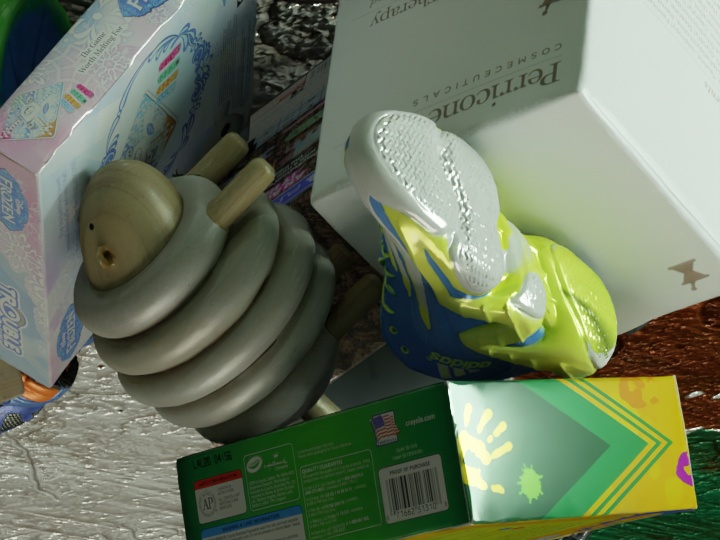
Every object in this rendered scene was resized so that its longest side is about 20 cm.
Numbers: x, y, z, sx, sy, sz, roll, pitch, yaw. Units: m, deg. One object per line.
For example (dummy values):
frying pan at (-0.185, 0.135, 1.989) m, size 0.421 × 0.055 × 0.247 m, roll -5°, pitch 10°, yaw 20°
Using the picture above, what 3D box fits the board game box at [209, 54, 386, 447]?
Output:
board game box at (-0.035, -0.019, 1.648) m, size 0.159 × 0.200 × 0.097 m, roll -35°, pitch 108°, yaw 22°

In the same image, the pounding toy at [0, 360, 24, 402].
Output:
pounding toy at (-0.333, 0.020, 1.764) m, size 0.184 × 0.143 × 0.200 m, roll -19°, pitch -163°, yaw -23°

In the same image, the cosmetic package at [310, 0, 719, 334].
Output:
cosmetic package at (0.095, -0.087, 1.521) m, size 0.167 × 0.201 × 0.166 m, roll -21°, pitch 132°, yaw 30°

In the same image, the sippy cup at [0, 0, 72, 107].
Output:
sippy cup at (-0.230, -0.083, 1.599) m, size 0.130 × 0.179 × 0.140 m, roll -2°, pitch -166°, yaw 16°

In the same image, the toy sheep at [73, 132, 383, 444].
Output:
toy sheep at (-0.068, 0.019, 1.489) m, size 0.138 × 0.138 × 0.200 m, roll -25°, pitch 121°, yaw 37°

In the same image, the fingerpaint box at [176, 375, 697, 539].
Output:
fingerpaint box at (0.036, 0.104, 1.467) m, size 0.166 × 0.074 × 0.200 m, roll 1°, pitch 166°, yaw -44°

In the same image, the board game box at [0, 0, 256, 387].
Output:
board game box at (-0.125, -0.068, 1.544) m, size 0.043 × 0.199 × 0.200 m, roll 28°, pitch 149°, yaw 14°

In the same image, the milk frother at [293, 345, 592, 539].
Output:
milk frother at (0.052, 0.097, 1.839) m, size 0.199 × 0.181 × 0.188 m, roll -13°, pitch 160°, yaw -8°

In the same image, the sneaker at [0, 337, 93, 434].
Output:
sneaker at (-0.221, 0.050, 1.891) m, size 0.078 × 0.075 × 0.200 m, roll -42°, pitch -173°, yaw 15°

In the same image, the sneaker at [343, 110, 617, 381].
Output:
sneaker at (0.033, 0.003, 1.423) m, size 0.105 × 0.076 × 0.200 m, roll -22°, pitch 133°, yaw 31°

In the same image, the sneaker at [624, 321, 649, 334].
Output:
sneaker at (0.161, -0.010, 1.724) m, size 0.200 × 0.074 × 0.085 m, roll -10°, pitch 132°, yaw -56°
